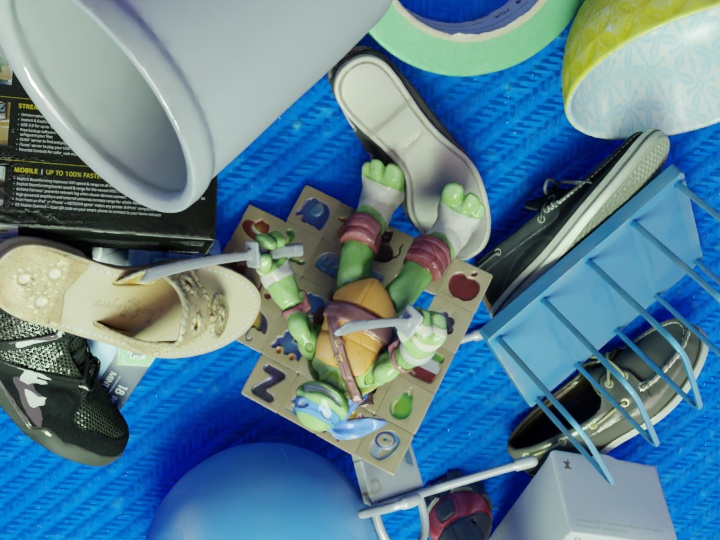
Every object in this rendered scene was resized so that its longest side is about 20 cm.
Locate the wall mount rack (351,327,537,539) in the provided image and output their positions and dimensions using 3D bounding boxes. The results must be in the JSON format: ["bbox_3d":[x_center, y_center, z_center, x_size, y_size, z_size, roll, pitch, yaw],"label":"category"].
[{"bbox_3d":[0.054,0.123,0.866,0.173,0.074,0.202,-5,76,-48],"label":"wall mount rack"}]

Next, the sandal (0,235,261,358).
[{"bbox_3d":[-0.145,0.031,0.718,0.210,0.070,0.078,14,102,-38],"label":"sandal"}]

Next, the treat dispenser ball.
[{"bbox_3d":[-0.077,0.242,0.858,0.199,0.201,0.203,-4,114,-9],"label":"treat dispenser ball"}]

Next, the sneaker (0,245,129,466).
[{"bbox_3d":[-0.216,0.053,0.768,0.114,0.076,0.200,-31,110,11],"label":"sneaker"}]

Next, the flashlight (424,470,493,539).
[{"bbox_3d":[0.101,0.254,0.898,0.067,0.200,0.069,1,115,-12],"label":"flashlight"}]

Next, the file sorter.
[{"bbox_3d":[0.222,0.050,0.835,0.200,0.123,0.139,-41,144,-1],"label":"file sorter"}]

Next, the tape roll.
[{"bbox_3d":[0.076,-0.244,0.760,0.198,0.048,0.202,-4,113,-9],"label":"tape roll"}]

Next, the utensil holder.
[{"bbox_3d":[-0.097,-0.165,0.656,0.200,0.169,0.171,-47,118,-25],"label":"utensil holder"}]

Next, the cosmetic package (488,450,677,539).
[{"bbox_3d":[0.182,0.255,0.943,0.106,0.085,0.201,10,134,-14],"label":"cosmetic package"}]

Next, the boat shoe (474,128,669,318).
[{"bbox_3d":[0.164,-0.042,0.848,0.200,0.062,0.074,-48,151,19],"label":"boat shoe"}]

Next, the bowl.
[{"bbox_3d":[0.234,-0.187,0.770,0.198,0.200,0.109,-9,72,-7],"label":"bowl"}]

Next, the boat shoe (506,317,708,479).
[{"bbox_3d":[0.215,0.111,0.928,0.202,0.072,0.060,-44,119,14],"label":"boat shoe"}]

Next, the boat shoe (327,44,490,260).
[{"bbox_3d":[0.041,-0.095,0.821,0.067,0.057,0.200,-33,120,8],"label":"boat shoe"}]

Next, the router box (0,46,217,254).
[{"bbox_3d":[-0.197,-0.093,0.725,0.198,0.051,0.151,4,78,-16],"label":"router box"}]

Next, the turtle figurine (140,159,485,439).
[{"bbox_3d":[0.000,0.000,0.721,0.200,0.143,0.195,50,55,-30],"label":"turtle figurine"}]

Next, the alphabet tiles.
[{"bbox_3d":[-0.024,0.034,0.807,0.199,0.008,0.168,26,80,13],"label":"alphabet tiles"}]

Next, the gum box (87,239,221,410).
[{"bbox_3d":[-0.234,0.002,0.809,0.199,0.045,0.171,31,104,-20],"label":"gum box"}]
